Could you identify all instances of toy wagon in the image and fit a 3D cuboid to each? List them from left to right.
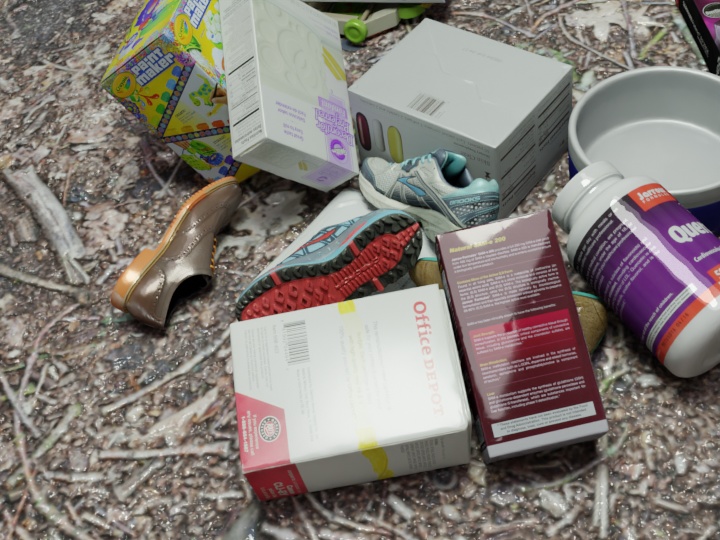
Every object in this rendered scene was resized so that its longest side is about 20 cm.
[{"bbox_3d":[0.009,-0.366,1.371,0.197,0.040,0.156,12,52,20],"label":"toy wagon"}]

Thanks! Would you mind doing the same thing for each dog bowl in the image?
[{"bbox_3d":[0.318,-0.123,1.061,0.197,0.079,0.202,-6,47,6],"label":"dog bowl"}]

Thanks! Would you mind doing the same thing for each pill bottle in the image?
[{"bbox_3d":[0.268,-0.008,0.924,0.112,0.113,0.201,-30,60,-16],"label":"pill bottle"}]

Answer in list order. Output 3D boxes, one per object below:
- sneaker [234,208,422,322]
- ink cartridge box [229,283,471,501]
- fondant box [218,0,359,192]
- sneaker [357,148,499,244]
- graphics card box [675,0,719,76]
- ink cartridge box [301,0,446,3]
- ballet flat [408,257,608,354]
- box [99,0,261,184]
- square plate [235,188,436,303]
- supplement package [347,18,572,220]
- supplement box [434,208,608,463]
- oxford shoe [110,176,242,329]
[{"bbox_3d":[-0.032,0.003,0.999,0.198,0.080,0.096,-26,18,-1],"label":"sneaker"},{"bbox_3d":[-0.008,0.110,0.901,0.197,0.084,0.147,-10,57,2],"label":"ink cartridge box"},{"bbox_3d":[-0.078,-0.202,1.102,0.058,0.143,0.203,-23,65,37],"label":"fondant box"},{"bbox_3d":[0.076,-0.091,1.055,0.077,0.088,0.199,-8,29,-41],"label":"sneaker"},{"bbox_3d":[0.466,-0.301,1.212,0.123,0.051,0.202,-8,48,4],"label":"graphics card box"},{"bbox_3d":[0.022,-0.400,1.341,0.197,0.045,0.095,4,48,14],"label":"ink cartridge box"},{"bbox_3d":[0.134,0.043,0.958,0.197,0.068,0.073,15,65,8],"label":"ballet flat"},{"bbox_3d":[-0.163,-0.240,1.166,0.121,0.192,0.202,-24,36,36],"label":"box"},{"bbox_3d":[0.000,0.000,1.049,0.196,0.029,0.200,25,58,30],"label":"square plate"},{"bbox_3d":[0.112,-0.170,1.123,0.198,0.112,0.156,26,57,31],"label":"supplement package"},{"bbox_3d":[0.138,0.058,0.891,0.107,0.061,0.203,-12,75,0],"label":"supplement box"},{"bbox_3d":[-0.179,-0.018,1.087,0.072,0.072,0.201,31,63,10],"label":"oxford shoe"}]
